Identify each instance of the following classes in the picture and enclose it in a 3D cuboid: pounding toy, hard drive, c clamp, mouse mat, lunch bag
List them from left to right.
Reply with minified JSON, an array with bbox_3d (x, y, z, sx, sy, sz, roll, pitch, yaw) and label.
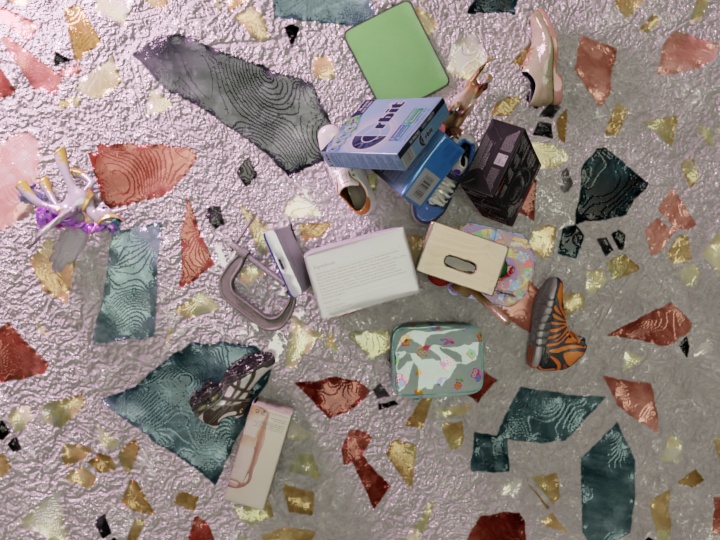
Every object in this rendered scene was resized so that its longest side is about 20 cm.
[{"bbox_3d":[-0.205,0.019,1.627,0.200,0.027,0.171,42,100,8],"label":"c clamp"},{"bbox_3d":[-0.138,-0.021,1.565,0.025,0.200,0.132,-24,93,5],"label":"hard drive"},{"bbox_3d":[0.076,-0.442,1.662,0.161,0.008,0.200,-27,92,-3],"label":"mouse mat"},{"bbox_3d":[0.153,0.188,1.653,0.200,0.077,0.161,-2,93,-4],"label":"lunch bag"},{"bbox_3d":[0.209,0.004,1.565,0.200,0.184,0.142,19,91,3],"label":"pounding toy"}]

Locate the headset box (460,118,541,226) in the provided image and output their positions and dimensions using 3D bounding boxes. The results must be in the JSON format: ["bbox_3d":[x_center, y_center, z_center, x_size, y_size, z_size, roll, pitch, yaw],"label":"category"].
[{"bbox_3d":[0.286,-0.188,1.596,0.077,0.200,0.149,24,85,26],"label":"headset box"}]

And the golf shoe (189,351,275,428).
[{"bbox_3d":[-0.249,0.245,1.640,0.200,0.078,0.095,-33,111,0],"label":"golf shoe"}]

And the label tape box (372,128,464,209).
[{"bbox_3d":[0.101,-0.229,1.593,0.063,0.200,0.144,31,101,-35],"label":"label tape box"}]

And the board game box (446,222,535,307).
[{"bbox_3d":[0.273,-0.012,1.671,0.200,0.039,0.158,13,91,-4],"label":"board game box"}]

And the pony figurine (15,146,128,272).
[{"bbox_3d":[-0.581,-0.114,1.573,0.193,0.167,0.200,-42,79,-9],"label":"pony figurine"}]

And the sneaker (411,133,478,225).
[{"bbox_3d":[0.170,-0.185,1.606,0.080,0.146,0.200,29,90,-4],"label":"sneaker"}]

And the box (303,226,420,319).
[{"bbox_3d":[0.000,0.000,1.574,0.200,0.199,0.131,-16,94,-1],"label":"box"}]

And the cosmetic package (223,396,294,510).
[{"bbox_3d":[-0.204,0.368,1.624,0.087,0.103,0.200,16,89,-2],"label":"cosmetic package"}]

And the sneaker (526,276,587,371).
[{"bbox_3d":[0.421,0.115,1.676,0.112,0.078,0.200,8,102,-8],"label":"sneaker"}]

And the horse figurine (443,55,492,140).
[{"bbox_3d":[0.210,-0.334,1.585,0.050,0.133,0.200,33,71,-2],"label":"horse figurine"}]

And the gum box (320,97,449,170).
[{"bbox_3d":[0.047,-0.265,1.543,0.170,0.200,0.045,-53,132,-28],"label":"gum box"}]

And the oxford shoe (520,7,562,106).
[{"bbox_3d":[0.367,-0.438,1.650,0.074,0.071,0.200,-10,92,-1],"label":"oxford shoe"}]

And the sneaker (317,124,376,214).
[{"bbox_3d":[-0.029,-0.206,1.619,0.073,0.085,0.200,-28,93,17],"label":"sneaker"}]
